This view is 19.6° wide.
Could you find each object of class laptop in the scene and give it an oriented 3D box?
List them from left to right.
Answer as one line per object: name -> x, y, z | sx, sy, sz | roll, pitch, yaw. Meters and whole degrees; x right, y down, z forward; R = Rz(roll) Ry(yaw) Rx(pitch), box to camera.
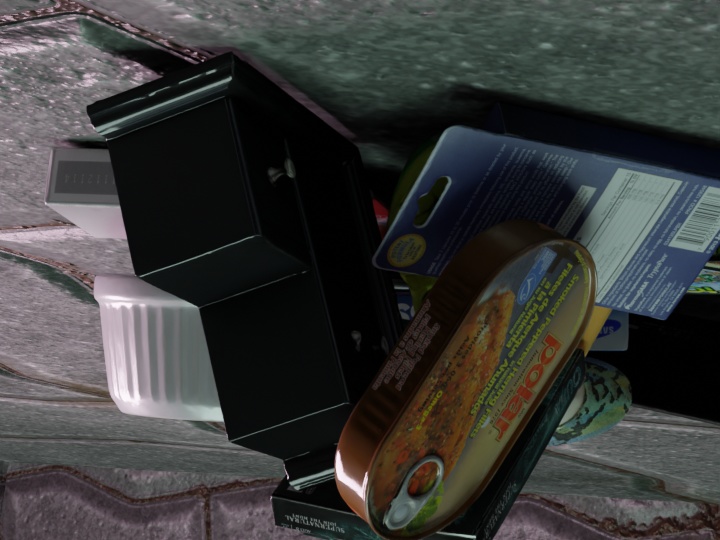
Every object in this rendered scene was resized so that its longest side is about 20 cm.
laptop -> 0.249, 0.096, 1.671 | 0.187, 0.116, 0.200 | 11, -146, 23

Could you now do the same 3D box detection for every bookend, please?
bookend -> -0.054, 0.007, 1.184 | 0.092, 0.199, 0.200 | -19, 161, 16

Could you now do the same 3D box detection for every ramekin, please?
ramekin -> -0.081, 0.053, 1.404 | 0.202, 0.094, 0.202 | 4, 178, 0

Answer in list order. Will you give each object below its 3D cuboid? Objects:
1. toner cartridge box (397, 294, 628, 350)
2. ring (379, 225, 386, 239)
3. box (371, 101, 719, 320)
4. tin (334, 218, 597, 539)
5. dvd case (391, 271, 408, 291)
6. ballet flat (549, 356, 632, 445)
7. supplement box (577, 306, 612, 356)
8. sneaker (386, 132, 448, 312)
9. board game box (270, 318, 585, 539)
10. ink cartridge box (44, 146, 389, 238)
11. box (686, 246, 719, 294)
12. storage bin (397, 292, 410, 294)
toner cartridge box -> 0.090, 0.039, 1.548 | 0.200, 0.043, 0.095 | 0, 180, -22
ring -> 0.071, -0.006, 1.578 | 0.200, 0.019, 0.200 | 5, 170, 1
box -> 0.116, -0.034, 1.208 | 0.200, 0.032, 0.121 | 9, 134, -22
tin -> 0.060, 0.062, 1.184 | 0.042, 0.200, 0.112 | 36, -175, 42
dvd case -> 0.000, 0.000, 1.450 | 0.150, 0.025, 0.200 | 0, 176, 40
ballet flat -> 0.100, 0.092, 1.537 | 0.200, 0.074, 0.074 | -2, 169, 6
supplement box -> 0.129, 0.019, 1.384 | 0.066, 0.069, 0.200 | 19, 150, 0
sneaker -> 0.048, -0.029, 1.302 | 0.074, 0.084, 0.200 | -12, 149, -3
board game box -> 0.047, 0.104, 1.312 | 0.135, 0.028, 0.200 | 9, -144, 23
ink cartridge box -> -0.088, -0.040, 1.417 | 0.200, 0.045, 0.176 | 3, 168, 16
box -> 0.216, -0.011, 1.424 | 0.200, 0.035, 0.110 | 0, 168, 30
storage bin -> 0.041, 0.072, 1.729 | 0.200, 0.146, 0.134 | 10, 159, -20
